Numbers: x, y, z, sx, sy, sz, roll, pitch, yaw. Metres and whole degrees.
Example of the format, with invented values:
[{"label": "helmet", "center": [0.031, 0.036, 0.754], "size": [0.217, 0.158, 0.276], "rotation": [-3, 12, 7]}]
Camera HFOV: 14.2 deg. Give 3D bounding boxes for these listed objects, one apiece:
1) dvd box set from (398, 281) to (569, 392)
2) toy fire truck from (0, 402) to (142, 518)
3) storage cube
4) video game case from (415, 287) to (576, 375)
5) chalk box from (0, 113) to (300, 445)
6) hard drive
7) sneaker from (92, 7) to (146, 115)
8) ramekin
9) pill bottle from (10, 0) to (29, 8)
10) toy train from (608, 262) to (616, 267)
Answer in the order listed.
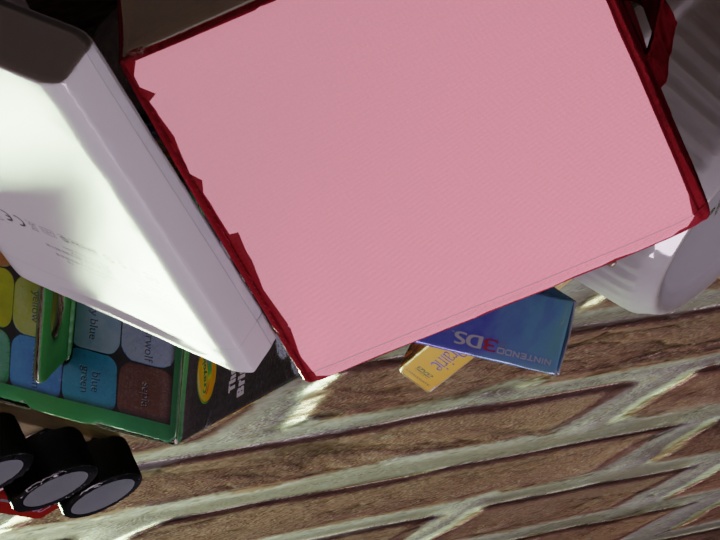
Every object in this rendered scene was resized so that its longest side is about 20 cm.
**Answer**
[{"label": "dvd box set", "center": [0.101, -0.020, 1.747], "size": [0.029, 0.147, 0.200], "rotation": [33, 149, -9]}, {"label": "toy fire truck", "center": [-0.239, 0.091, 1.419], "size": [0.200, 0.129, 0.176], "rotation": [-33, 161, 15]}, {"label": "storage cube", "center": [0.013, -0.100, 1.125], "size": [0.199, 0.171, 0.180], "rotation": [-23, 130, 8]}, {"label": "video game case", "center": [0.000, 0.000, 1.558], "size": [0.199, 0.046, 0.181], "rotation": [14, -174, -11]}, {"label": "chalk box", "center": [-0.106, -0.003, 1.311], "size": [0.124, 0.125, 0.200], "rotation": [13, -164, 23]}, {"label": "hard drive", "center": [-0.119, -0.041, 1.099], "size": [0.027, 0.132, 0.200], "rotation": [-56, 147, -18]}, {"label": "sneaker", "center": [-0.031, -0.107, 1.369], "size": [0.199, 0.076, 0.105], "rotation": [-16, 166, -10]}, {"label": "ramekin", "center": [0.174, -0.065, 1.554], "size": [0.202, 0.094, 0.203], "rotation": [-43, 161, -18]}, {"label": "pill bottle", "center": [-0.229, -0.058, 1.249], "size": [0.110, 0.111, 0.200], "rotation": [-5, 160, -40]}, {"label": "toy train", "center": [0.038, -0.043, 1.504], "size": [0.085, 0.200, 0.116], "rotation": [-60, 178, -4]}]
